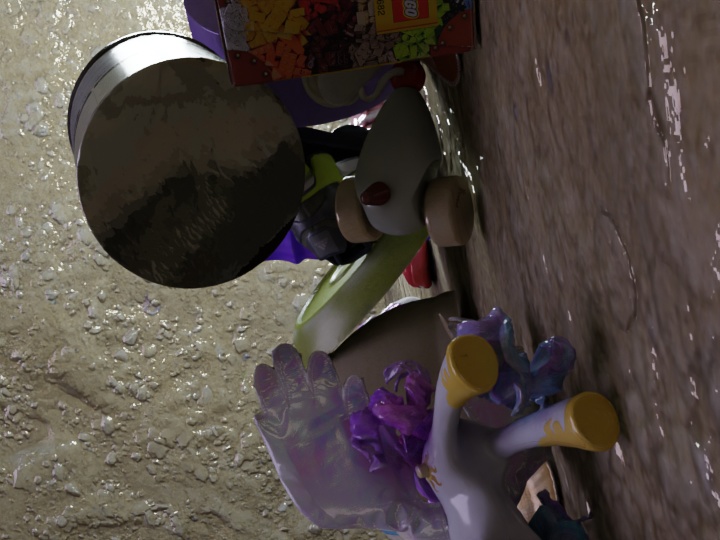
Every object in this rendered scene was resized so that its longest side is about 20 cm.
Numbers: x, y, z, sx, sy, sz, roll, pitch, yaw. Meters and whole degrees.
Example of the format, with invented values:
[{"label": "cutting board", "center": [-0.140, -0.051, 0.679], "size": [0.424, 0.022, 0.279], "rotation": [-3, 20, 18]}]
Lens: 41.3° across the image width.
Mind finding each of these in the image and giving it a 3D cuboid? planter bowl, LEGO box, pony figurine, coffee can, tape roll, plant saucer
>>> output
[{"label": "planter bowl", "center": [0.031, 0.126, 0.834], "size": [0.200, 0.133, 0.203], "rotation": [-7, -90, -85]}, {"label": "LEGO box", "center": [-0.018, -0.203, 0.612], "size": [0.201, 0.147, 0.078], "rotation": [-102, 3, -54]}, {"label": "pony figurine", "center": [0.048, 0.100, 0.462], "size": [0.200, 0.164, 0.195], "rotation": [116, 139, -62]}, {"label": "coffee can", "center": [-0.133, -0.088, 0.683], "size": [0.200, 0.144, 0.148], "rotation": [-135, 33, -65]}, {"label": "tape roll", "center": [-0.050, -0.218, 0.840], "size": [0.201, 0.197, 0.086], "rotation": [-101, 0, -47]}, {"label": "plant saucer", "center": [0.000, 0.000, 0.859], "size": [0.031, 0.200, 0.200], "rotation": [40, -175, -7]}]

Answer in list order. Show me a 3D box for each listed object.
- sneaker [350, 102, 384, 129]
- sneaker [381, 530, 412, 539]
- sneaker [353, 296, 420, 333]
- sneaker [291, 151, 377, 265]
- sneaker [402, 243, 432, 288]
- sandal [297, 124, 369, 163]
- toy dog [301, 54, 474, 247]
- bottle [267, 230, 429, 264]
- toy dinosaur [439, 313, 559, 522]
[{"label": "sneaker", "center": [0.015, -0.185, 0.992], "size": [0.201, 0.074, 0.106], "rotation": [-92, -12, -64]}, {"label": "sneaker", "center": [0.075, 0.254, 0.985], "size": [0.081, 0.076, 0.199], "rotation": [62, 157, -14]}, {"label": "sneaker", "center": [0.038, 0.077, 1.118], "size": [0.201, 0.072, 0.115], "rotation": [-46, -12, -42]}, {"label": "sneaker", "center": [-0.018, -0.045, 0.798], "size": [0.082, 0.073, 0.200], "rotation": [63, -160, 5]}, {"label": "sneaker", "center": [0.020, -0.024, 1.151], "size": [0.200, 0.114, 0.079], "rotation": [-102, 2, -71]}, {"label": "sandal", "center": [-0.013, -0.107, 0.871], "size": [0.075, 0.198, 0.048], "rotation": [-47, 48, 38]}, {"label": "toy dog", "center": [0.019, -0.108, 0.669], "size": [0.096, 0.131, 0.202], "rotation": [11, -122, -67]}, {"label": "bottle", "center": [-0.023, -0.048, 0.994], "size": [0.084, 0.197, 0.066], "rotation": [77, -177, -78]}, {"label": "toy dinosaur", "center": [0.094, 0.128, 0.588], "size": [0.101, 0.057, 0.202], "rotation": [112, 144, -59]}]
